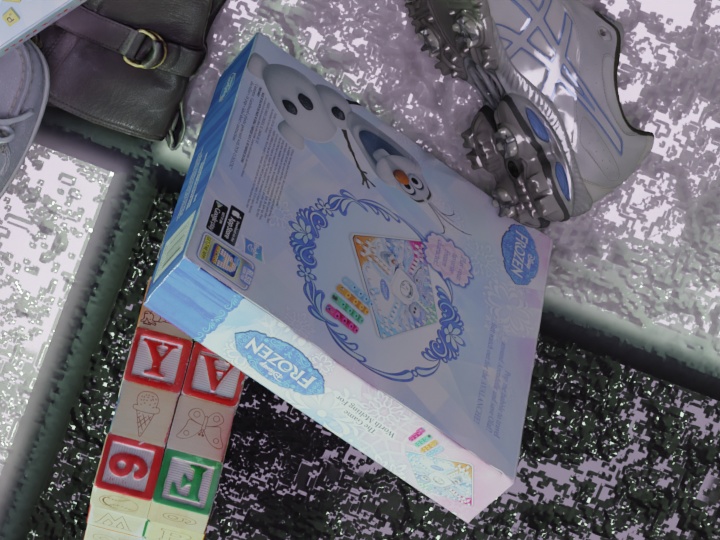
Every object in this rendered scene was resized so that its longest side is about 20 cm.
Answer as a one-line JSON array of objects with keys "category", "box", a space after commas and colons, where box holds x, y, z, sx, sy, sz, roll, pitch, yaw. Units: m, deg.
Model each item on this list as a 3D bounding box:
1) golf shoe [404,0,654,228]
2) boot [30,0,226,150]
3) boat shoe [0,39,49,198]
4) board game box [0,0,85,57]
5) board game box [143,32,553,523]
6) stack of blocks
[{"category": "golf shoe", "box": [0.086, -0.126, 1.448, 0.097, 0.078, 0.200, -27, 103, -21]}, {"category": "boot", "box": [-0.138, -0.160, 1.406, 0.200, 0.069, 0.174, 29, 111, -23]}, {"category": "boat shoe", "box": [-0.225, -0.043, 1.363, 0.074, 0.065, 0.202, 42, 74, -1]}, {"category": "board game box", "box": [-0.194, -0.203, 1.299, 0.199, 0.041, 0.200, -34, 92, -7]}, {"category": "board game box", "box": [0.000, 0.000, 1.389, 0.199, 0.200, 0.043, 34, 125, -15]}, {"category": "stack of blocks", "box": [-0.103, 0.099, 1.422, 0.058, 0.200, 0.115, 15, 64, -4]}]
